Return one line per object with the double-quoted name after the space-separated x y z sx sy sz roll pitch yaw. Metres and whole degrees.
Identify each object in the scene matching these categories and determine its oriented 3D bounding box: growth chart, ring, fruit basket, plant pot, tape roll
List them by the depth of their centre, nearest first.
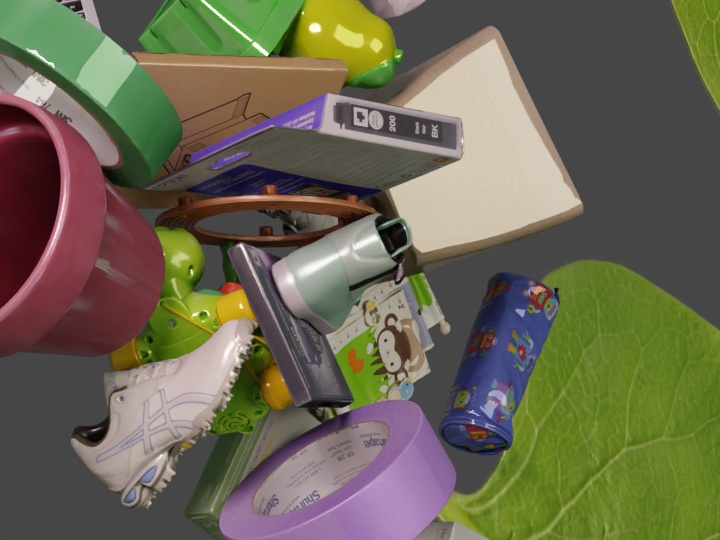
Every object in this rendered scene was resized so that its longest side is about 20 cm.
-0.234 -0.144 1.409 0.200 0.200 0.048 45 69 -30 "tape roll"
-0.256 -0.016 1.422 0.179 0.199 0.201 30 61 -56 "plant pot"
-0.020 0.193 1.539 0.200 0.199 0.066 -44 111 -41 "tape roll"
-0.081 -0.047 1.585 0.200 0.200 0.019 8 76 -45 "ring"
-0.070 -0.218 1.642 0.215 0.155 0.217 21 53 -30 "fruit basket"
0.059 -0.089 1.743 0.177 0.199 0.201 -30 95 -30 "plant pot"
0.021 0.071 1.801 0.200 0.018 0.145 -48 117 -39 "growth chart"

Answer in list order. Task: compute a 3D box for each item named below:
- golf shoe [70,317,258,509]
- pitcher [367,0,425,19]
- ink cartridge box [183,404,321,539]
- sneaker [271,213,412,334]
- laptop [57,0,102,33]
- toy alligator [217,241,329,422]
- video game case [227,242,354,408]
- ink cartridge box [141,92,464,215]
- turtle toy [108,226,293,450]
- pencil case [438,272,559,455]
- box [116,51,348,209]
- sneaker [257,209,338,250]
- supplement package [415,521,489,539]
-0.166 0.105 1.490 0.097 0.200 0.078 36 19 -8 "golf shoe"
-0.011 -0.372 1.794 0.200 0.121 0.172 39 35 -47 "pitcher"
-0.060 0.217 1.671 0.200 0.048 0.146 43 54 -29 "ink cartridge box"
0.000 0.000 1.598 0.074 0.118 0.200 66 7 5 "sneaker"
-0.269 -0.245 1.489 0.187 0.116 0.201 -22 98 -45 "laptop"
-0.089 0.069 1.657 0.054 0.059 0.201 -42 112 -41 "toy alligator"
-0.057 0.051 1.560 0.144 0.019 0.200 66 8 8 "video game case"
-0.051 -0.098 1.503 0.199 0.198 0.044 6 74 -39 "ink cartridge box"
-0.139 0.056 1.565 0.201 0.145 0.101 63 15 -18 "turtle toy"
0.146 0.099 1.881 0.087 0.078 0.201 44 54 -34 "pencil case"
-0.125 -0.118 1.565 0.199 0.164 0.021 -2 45 -30 "box"
-0.080 -0.076 1.702 0.082 0.075 0.201 -27 100 -25 "sneaker"
0.081 0.363 1.741 0.155 0.111 0.201 33 60 -37 "supplement package"
